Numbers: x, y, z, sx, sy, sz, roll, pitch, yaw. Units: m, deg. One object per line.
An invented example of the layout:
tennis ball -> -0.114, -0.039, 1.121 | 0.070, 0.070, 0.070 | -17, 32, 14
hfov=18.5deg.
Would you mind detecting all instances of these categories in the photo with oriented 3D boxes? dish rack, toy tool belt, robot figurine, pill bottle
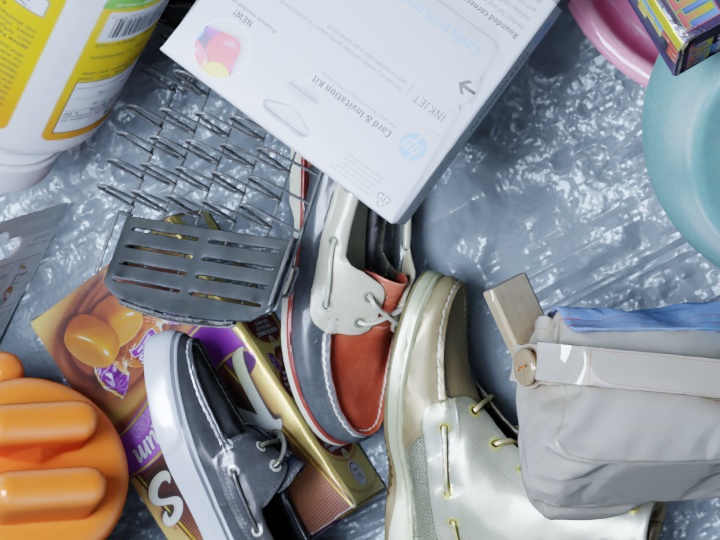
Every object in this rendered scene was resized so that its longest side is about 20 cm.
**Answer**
dish rack -> -0.080, -0.070, 1.224 | 0.153, 0.055, 0.200 | 8, 76, 41
toy tool belt -> 0.167, 0.052, 1.149 | 0.125, 0.200, 0.123 | 120, 143, -57
robot figurine -> -0.205, 0.134, 1.292 | 0.144, 0.117, 0.200 | 46, 151, 0
pill bottle -> -0.174, -0.134, 1.204 | 0.111, 0.111, 0.200 | 46, 136, 10

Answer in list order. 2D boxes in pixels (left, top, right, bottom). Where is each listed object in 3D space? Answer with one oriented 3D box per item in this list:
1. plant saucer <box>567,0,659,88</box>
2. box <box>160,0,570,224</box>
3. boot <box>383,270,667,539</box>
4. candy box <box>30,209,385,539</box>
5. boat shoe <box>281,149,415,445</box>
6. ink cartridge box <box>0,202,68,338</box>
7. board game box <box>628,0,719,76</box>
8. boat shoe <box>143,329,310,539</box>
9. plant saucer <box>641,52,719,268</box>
plant saucer -> 0.199, -0.185, 1.150 | 0.200, 0.051, 0.201 | 3, 99, 21
box -> 0.018, -0.148, 1.133 | 0.156, 0.041, 0.200 | 37, 96, 9
boot -> 0.093, 0.102, 1.220 | 0.155, 0.072, 0.200 | 4, 101, 21
candy box -> -0.090, 0.078, 1.297 | 0.117, 0.056, 0.200 | -36, 85, 21
boat shoe -> 0.000, 0.000, 1.239 | 0.063, 0.071, 0.200 | 1, 92, 40
ink cartridge box -> -0.263, 0.045, 1.305 | 0.057, 0.163, 0.200 | 27, 106, 12
board game box -> 0.174, -0.221, 1.068 | 0.165, 0.057, 0.200 | -28, 78, -1
boat shoe -> -0.059, 0.122, 1.227 | 0.066, 0.070, 0.200 | -19, 90, 14
plant saucer -> 0.241, -0.064, 1.117 | 0.200, 0.036, 0.200 | 5, 118, 9
